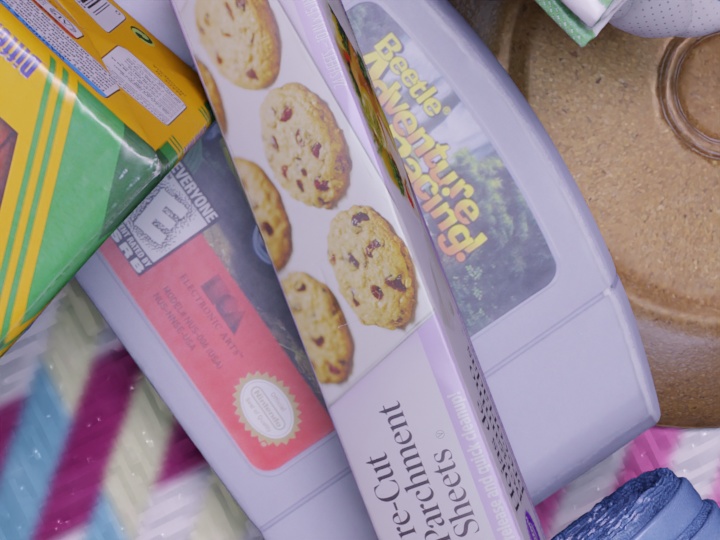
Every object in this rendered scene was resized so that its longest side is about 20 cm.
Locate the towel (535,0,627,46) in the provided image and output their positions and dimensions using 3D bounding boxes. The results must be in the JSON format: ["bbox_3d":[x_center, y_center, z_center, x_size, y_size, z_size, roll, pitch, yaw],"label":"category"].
[{"bbox_3d":[0.070,-0.173,0.784,0.153,0.023,0.200,43,67,1],"label":"towel"}]

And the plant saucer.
[{"bbox_3d":[0.105,-0.053,0.880,0.199,0.035,0.201,0,90,-10],"label":"plant saucer"}]

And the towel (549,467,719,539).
[{"bbox_3d":[0.111,0.164,0.872,0.112,0.049,0.200,-39,95,-7],"label":"towel"}]

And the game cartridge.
[{"bbox_3d":[-0.010,-0.013,0.841,0.133,0.041,0.200,-36,95,6],"label":"game cartridge"}]

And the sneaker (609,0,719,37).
[{"bbox_3d":[0.087,-0.157,0.841,0.146,0.081,0.201,33,62,-9],"label":"sneaker"}]

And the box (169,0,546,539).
[{"bbox_3d":[0.000,0.000,0.804,0.041,0.039,0.201,-19,98,10],"label":"box"}]

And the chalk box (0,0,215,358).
[{"bbox_3d":[-0.150,-0.004,0.773,0.125,0.124,0.200,41,100,-3],"label":"chalk box"}]
